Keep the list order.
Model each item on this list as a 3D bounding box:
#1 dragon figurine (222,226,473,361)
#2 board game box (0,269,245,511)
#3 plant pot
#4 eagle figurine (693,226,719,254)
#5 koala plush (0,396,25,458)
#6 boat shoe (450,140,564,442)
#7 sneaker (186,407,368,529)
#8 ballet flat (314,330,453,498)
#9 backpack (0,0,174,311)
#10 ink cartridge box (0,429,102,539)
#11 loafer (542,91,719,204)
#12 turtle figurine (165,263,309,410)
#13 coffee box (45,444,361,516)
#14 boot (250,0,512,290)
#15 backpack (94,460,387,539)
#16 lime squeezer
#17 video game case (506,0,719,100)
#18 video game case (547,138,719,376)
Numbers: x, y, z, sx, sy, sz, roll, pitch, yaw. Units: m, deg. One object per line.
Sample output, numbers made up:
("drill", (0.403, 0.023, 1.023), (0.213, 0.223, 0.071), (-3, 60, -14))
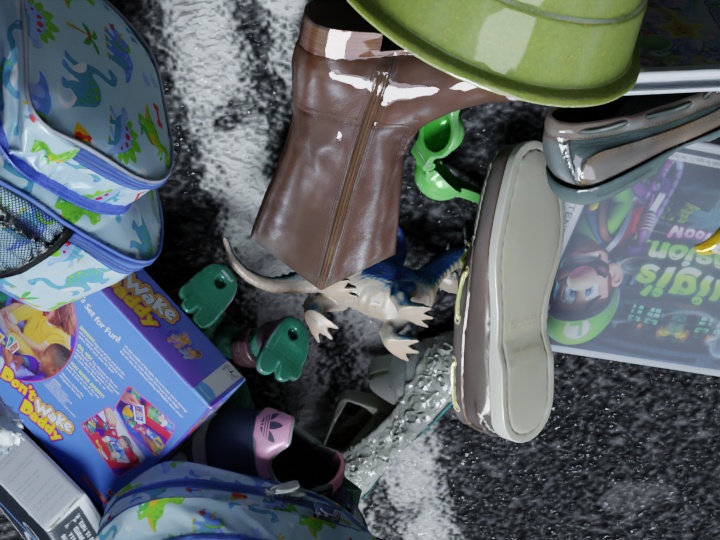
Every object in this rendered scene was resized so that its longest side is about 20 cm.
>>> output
("dragon figurine", (0.000, 0.000, 1.755), (0.199, 0.100, 0.059), (13, 128, -8))
("board game box", (-0.187, 0.045, 1.687), (0.200, 0.045, 0.134), (47, 127, 4))
("plant pot", (0.103, -0.226, 1.427), (0.199, 0.200, 0.190), (10, 124, -24))
("eagle figurine", (0.293, -0.033, 1.695), (0.151, 0.152, 0.200), (-17, 116, 40))
("koala plush", (-0.314, 0.090, 1.577), (0.200, 0.178, 0.184), (37, 161, -16))
("boat shoe", (0.093, 0.011, 1.716), (0.059, 0.201, 0.072), (11, -165, 44))
("sneaker", (-0.034, 0.154, 1.760), (0.082, 0.070, 0.200), (-9, 149, 31))
("ballet flat", (0.020, 0.101, 1.891), (0.072, 0.072, 0.200), (14, 135, -27))
("backpack", (-0.194, -0.079, 1.523), (0.147, 0.184, 0.200), (-25, 144, 20))
("ink cartridge box", (-0.229, 0.157, 1.798), (0.043, 0.200, 0.198), (-39, 144, -12))
("loafer", (0.198, -0.115, 1.612), (0.200, 0.072, 0.063), (-34, 133, -16))
("turtle figurine", (-0.122, 0.057, 1.765), (0.149, 0.101, 0.200), (19, 155, -25))
("coffee box", (-0.112, 0.152, 1.857), (0.199, 0.123, 0.044), (5, 103, -33))
("boot", (0.033, -0.070, 1.646), (0.186, 0.064, 0.201), (12, 125, -1))
("backpack", (-0.082, 0.206, 1.683), (0.200, 0.154, 0.163), (2, 152, -41))
("lime squeezer", (0.068, -0.083, 1.693), (0.070, 0.038, 0.200), (-10, 141, -1))
("video game case", (0.171, -0.147, 1.552), (0.199, 0.143, 0.018), (-3, 123, -9))
("video game case", (0.204, -0.015, 1.777), (0.199, 0.023, 0.182), (9, 121, -23))
